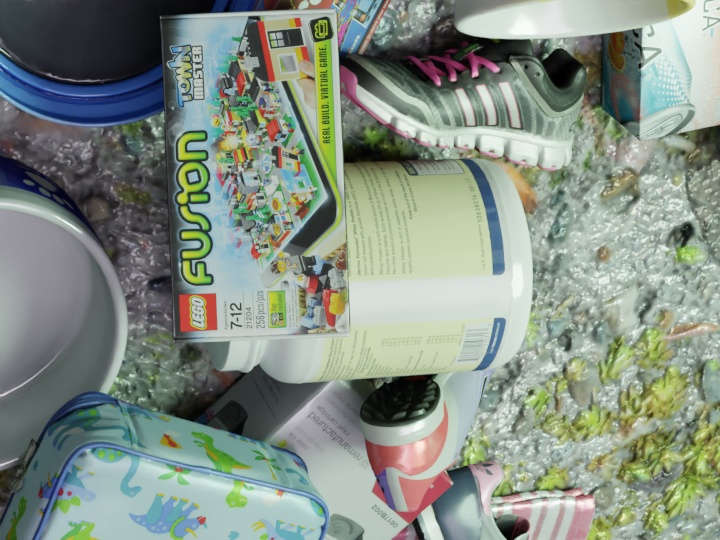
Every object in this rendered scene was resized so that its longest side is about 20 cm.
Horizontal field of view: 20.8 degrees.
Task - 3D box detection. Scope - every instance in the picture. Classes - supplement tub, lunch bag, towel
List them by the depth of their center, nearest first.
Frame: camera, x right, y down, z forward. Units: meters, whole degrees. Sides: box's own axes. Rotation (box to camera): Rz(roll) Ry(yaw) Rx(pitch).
[{"bbox_3d":[-0.136,0.177,1.290,0.200,0.082,0.161,17,108,-27],"label":"lunch bag"},{"bbox_3d":[0.000,0.000,1.304,0.200,0.145,0.145,-3,118,-15],"label":"supplement tub"},{"bbox_3d":[0.086,0.246,1.546,0.200,0.030,0.146,-5,117,-19],"label":"towel"}]

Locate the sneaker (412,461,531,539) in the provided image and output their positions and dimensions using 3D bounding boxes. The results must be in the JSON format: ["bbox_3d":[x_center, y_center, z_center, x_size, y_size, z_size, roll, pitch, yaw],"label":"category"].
[{"bbox_3d":[0.103,0.232,1.490,0.082,0.070,0.200,-26,122,-4],"label":"sneaker"}]

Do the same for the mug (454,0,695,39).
[{"bbox_3d":[0.146,-0.234,1.226,0.186,0.149,0.153,-5,87,12],"label":"mug"}]

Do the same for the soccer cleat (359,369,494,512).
[{"bbox_3d":[0.051,0.098,1.368,0.068,0.200,0.073,0,108,20],"label":"soccer cleat"}]

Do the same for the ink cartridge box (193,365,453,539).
[{"bbox_3d":[-0.058,0.160,1.408,0.200,0.086,0.148,-44,124,3],"label":"ink cartridge box"}]

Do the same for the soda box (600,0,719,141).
[{"bbox_3d":[0.208,-0.194,1.337,0.068,0.064,0.200,-12,120,-16],"label":"soda box"}]

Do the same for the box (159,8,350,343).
[{"bbox_3d":[-0.064,-0.057,1.202,0.110,0.035,0.200,-3,90,-2],"label":"box"}]

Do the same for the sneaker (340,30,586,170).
[{"bbox_3d":[0.073,-0.129,1.313,0.200,0.074,0.087,10,112,-33],"label":"sneaker"}]

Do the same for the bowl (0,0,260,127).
[{"bbox_3d":[-0.160,-0.187,1.207,0.200,0.039,0.201,-10,120,-18],"label":"bowl"}]

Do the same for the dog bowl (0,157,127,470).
[{"bbox_3d":[-0.255,0.028,1.260,0.200,0.079,0.200,-10,120,-17],"label":"dog bowl"}]

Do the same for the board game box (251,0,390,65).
[{"bbox_3d":[-0.015,-0.187,1.254,0.103,0.019,0.200,8,116,-51],"label":"board game box"}]
